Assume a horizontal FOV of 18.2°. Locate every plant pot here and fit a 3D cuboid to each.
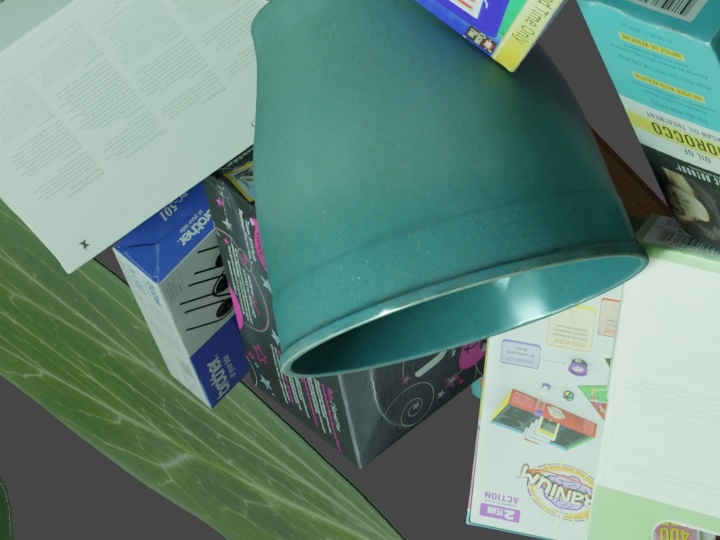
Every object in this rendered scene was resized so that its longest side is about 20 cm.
[{"bbox_3d":[0.028,-0.062,1.188,0.200,0.200,0.188,125,128,-74],"label":"plant pot"}]

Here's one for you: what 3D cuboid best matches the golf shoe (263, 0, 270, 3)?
[{"bbox_3d":[-0.031,-0.177,1.226,0.073,0.092,0.200,27,163,25],"label":"golf shoe"}]

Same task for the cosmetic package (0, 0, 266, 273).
[{"bbox_3d":[-0.131,-0.111,1.276,0.151,0.200,0.052,54,-177,-39],"label":"cosmetic package"}]

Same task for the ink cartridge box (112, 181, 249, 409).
[{"bbox_3d":[-0.096,0.009,1.475,0.044,0.094,0.200,38,164,21],"label":"ink cartridge box"}]

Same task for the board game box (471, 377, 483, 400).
[{"bbox_3d":[0.169,0.096,1.630,0.200,0.047,0.151,32,163,19],"label":"board game box"}]

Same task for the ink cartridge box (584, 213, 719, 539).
[{"bbox_3d":[0.208,0.082,1.241,0.145,0.048,0.200,14,115,18],"label":"ink cartridge box"}]

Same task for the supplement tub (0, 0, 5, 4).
[{"bbox_3d":[-0.195,-0.194,1.329,0.122,0.200,0.123,34,163,11],"label":"supplement tub"}]

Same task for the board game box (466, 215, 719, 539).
[{"bbox_3d":[0.147,0.068,1.310,0.153,0.040,0.200,11,114,13],"label":"board game box"}]

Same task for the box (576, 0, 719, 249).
[{"bbox_3d":[0.178,-0.079,1.123,0.082,0.049,0.200,25,160,37],"label":"box"}]

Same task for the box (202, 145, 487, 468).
[{"bbox_3d":[0.000,0.000,1.402,0.115,0.132,0.200,37,152,36],"label":"box"}]

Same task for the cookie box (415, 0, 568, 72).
[{"bbox_3d":[0.030,-0.202,1.054,0.200,0.075,0.171,36,163,1],"label":"cookie box"}]

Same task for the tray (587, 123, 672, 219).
[{"bbox_3d":[0.147,-0.030,1.353,0.200,0.037,0.099,43,163,-20],"label":"tray"}]
